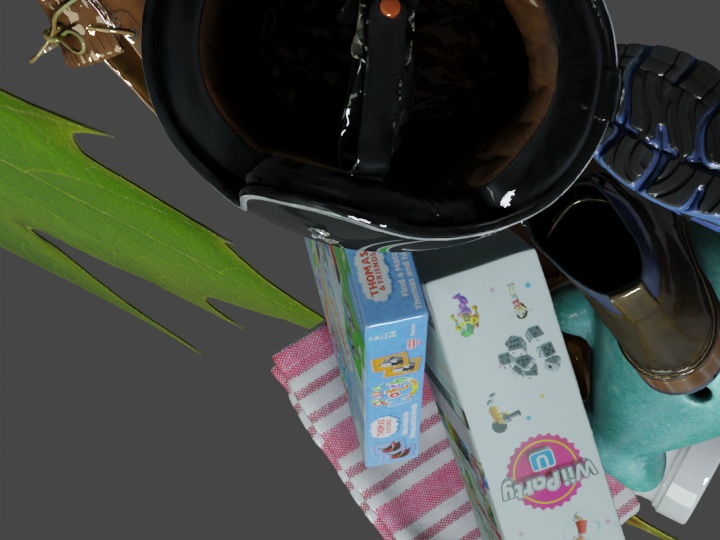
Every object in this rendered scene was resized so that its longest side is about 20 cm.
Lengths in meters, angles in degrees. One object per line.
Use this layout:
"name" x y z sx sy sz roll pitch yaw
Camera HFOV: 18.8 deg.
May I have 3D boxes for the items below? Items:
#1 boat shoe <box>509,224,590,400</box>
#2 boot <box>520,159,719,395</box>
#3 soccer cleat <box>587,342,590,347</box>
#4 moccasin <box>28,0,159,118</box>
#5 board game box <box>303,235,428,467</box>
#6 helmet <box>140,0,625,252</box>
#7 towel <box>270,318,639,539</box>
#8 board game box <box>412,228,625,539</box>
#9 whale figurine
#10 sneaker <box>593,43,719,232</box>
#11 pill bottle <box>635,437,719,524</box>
"boat shoe" 0.118 0.027 1.329 0.072 0.068 0.200 -14 104 48
"boot" 0.120 -0.037 1.100 0.097 0.075 0.200 43 -164 -54
"soccer cleat" 0.228 0.029 1.269 0.200 0.077 0.067 5 125 4
"moccasin" -0.167 -0.155 1.386 0.074 0.078 0.201 13 159 50
"board game box" 0.000 0.000 1.154 0.037 0.151 0.200 -13 156 -5
"helmet" 0.008 -0.100 0.987 0.200 0.200 0.191 35 178 -24
"towel" 0.057 0.096 1.266 0.200 0.146 0.030 56 157 4
"board game box" 0.079 0.077 1.153 0.148 0.064 0.200 -124 16 -78
"whale figurine" 0.170 0.058 1.188 0.159 0.104 0.200 26 128 -8
"sneaker" 0.186 -0.044 1.081 0.200 0.075 0.078 31 170 1
"pill bottle" 0.161 0.093 1.544 0.200 0.116 0.116 27 167 8
